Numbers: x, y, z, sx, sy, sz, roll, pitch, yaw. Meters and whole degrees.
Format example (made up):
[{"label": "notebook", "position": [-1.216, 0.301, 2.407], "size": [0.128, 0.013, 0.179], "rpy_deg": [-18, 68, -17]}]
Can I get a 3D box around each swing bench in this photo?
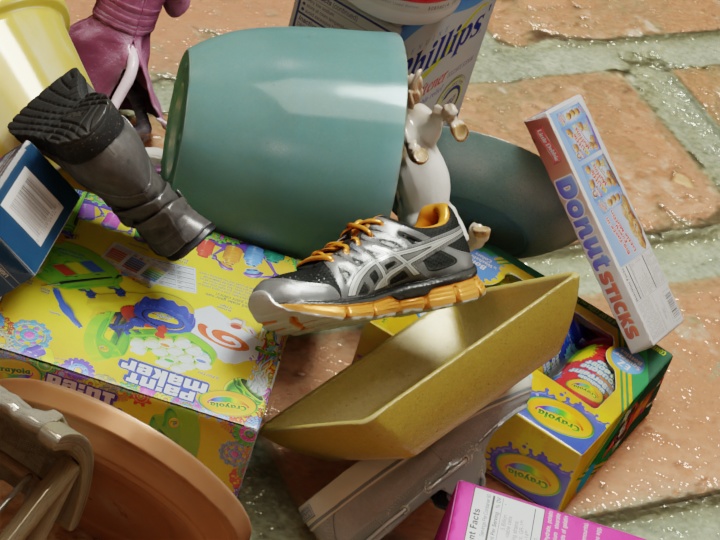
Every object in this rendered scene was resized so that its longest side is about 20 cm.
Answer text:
[{"label": "swing bench", "position": [-0.293, 0.136, 1.387], "size": [0.198, 0.201, 0.130], "rpy_deg": [32, -4, 15]}]

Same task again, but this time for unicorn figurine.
[{"label": "unicorn figurine", "position": [0.046, -0.058, 1.726], "size": [0.073, 0.201, 0.137], "rpy_deg": [1, 8, -21]}]

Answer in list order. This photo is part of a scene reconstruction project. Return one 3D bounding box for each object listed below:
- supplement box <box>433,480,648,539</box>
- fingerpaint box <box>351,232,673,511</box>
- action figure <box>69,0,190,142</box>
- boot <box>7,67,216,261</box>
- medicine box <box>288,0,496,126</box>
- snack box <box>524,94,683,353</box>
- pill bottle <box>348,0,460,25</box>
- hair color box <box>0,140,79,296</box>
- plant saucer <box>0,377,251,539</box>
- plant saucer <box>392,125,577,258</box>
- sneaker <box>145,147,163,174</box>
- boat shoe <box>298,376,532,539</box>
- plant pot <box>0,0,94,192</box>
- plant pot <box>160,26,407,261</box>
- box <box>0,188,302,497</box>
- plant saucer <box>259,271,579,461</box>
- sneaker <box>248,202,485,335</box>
[{"label": "supplement box", "position": [0.141, 0.239, 1.539], "size": [0.199, 0.102, 0.104], "rpy_deg": [18, 39, 0]}, {"label": "fingerpaint box", "position": [0.118, 0.076, 1.746], "size": [0.200, 0.074, 0.167], "rpy_deg": [32, 40, 17]}, {"label": "action figure", "position": [-0.201, -0.212, 1.855], "size": [0.133, 0.201, 0.149], "rpy_deg": [8, 24, -31]}, {"label": "boot", "position": [-0.179, -0.069, 1.596], "size": [0.132, 0.070, 0.200], "rpy_deg": [49, -2, -23]}, {"label": "medicine box", "position": [0.017, -0.180, 1.908], "size": [0.103, 0.201, 0.182], "rpy_deg": [32, 41, 18]}, {"label": "snack box", "position": [0.193, -0.038, 1.749], "size": [0.072, 0.024, 0.201], "rpy_deg": [-29, 95, -57]}, {"label": "pill bottle", "position": [0.050, -0.303, 1.744], "size": [0.112, 0.201, 0.113], "rpy_deg": [11, 39, -9]}, {"label": "hair color box", "position": [-0.299, -0.004, 1.577], "size": [0.061, 0.200, 0.100], "rpy_deg": [48, 33, -19]}, {"label": "plant saucer", "position": [-0.167, 0.141, 1.469], "size": [0.200, 0.201, 0.032], "rpy_deg": [26, 64, 9]}, {"label": "plant saucer", "position": [0.091, -0.052, 1.820], "size": [0.200, 0.201, 0.039], "rpy_deg": [19, 69, 0]}, {"label": "sneaker", "position": [-0.128, -0.065, 1.835], "size": [0.199, 0.075, 0.100], "rpy_deg": [8, 21, -13]}, {"label": "boat shoe", "position": [0.051, 0.146, 1.613], "size": [0.200, 0.070, 0.072], "rpy_deg": [-32, 86, -17]}, {"label": "plant pot", "position": [-0.289, -0.124, 1.744], "size": [0.200, 0.201, 0.189], "rpy_deg": [-27, 73, -42]}, {"label": "plant pot", "position": [-0.066, -0.094, 1.700], "size": [0.160, 0.201, 0.201], "rpy_deg": [8, 40, -11]}, {"label": "box", "position": [-0.162, 0.064, 1.609], "size": [0.199, 0.122, 0.193], "rpy_deg": [18, 38, -1]}, {"label": "plant saucer", "position": [0.048, 0.078, 1.580], "size": [0.200, 0.200, 0.049], "rpy_deg": [-33, 98, -23]}, {"label": "sneaker", "position": [0.000, 0.000, 1.585], "size": [0.199, 0.078, 0.078], "rpy_deg": [-10, 90, -41]}]
